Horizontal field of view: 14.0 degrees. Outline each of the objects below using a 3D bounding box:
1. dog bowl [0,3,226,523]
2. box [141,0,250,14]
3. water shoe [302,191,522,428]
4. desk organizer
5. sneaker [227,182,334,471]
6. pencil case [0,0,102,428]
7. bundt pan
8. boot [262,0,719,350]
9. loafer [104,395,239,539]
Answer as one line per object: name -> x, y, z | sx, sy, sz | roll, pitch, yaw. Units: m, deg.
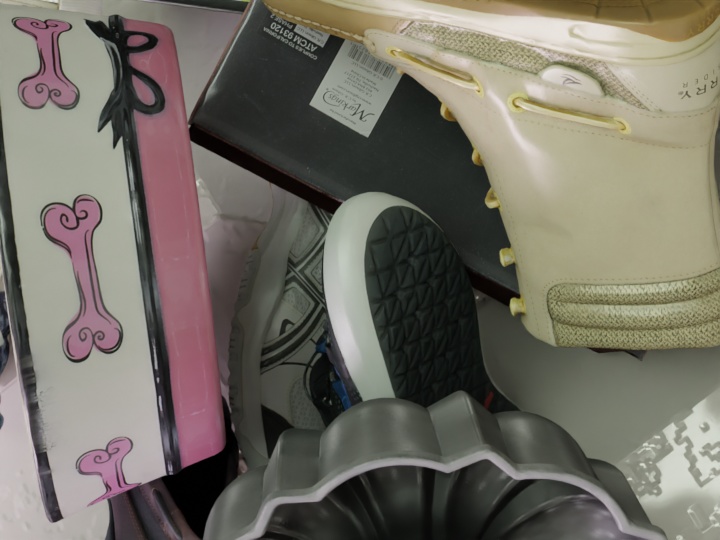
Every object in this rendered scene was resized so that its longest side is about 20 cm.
dog bowl -> -0.097, -0.008, 1.120 | 0.074, 0.200, 0.200 | -8, 75, -5
box -> -0.023, -0.138, 1.238 | 0.200, 0.117, 0.060 | 10, 99, 24
water shoe -> 0.007, 0.044, 1.148 | 0.079, 0.200, 0.072 | 9, 55, 29
desk organizer -> 0.033, -0.040, 1.166 | 0.200, 0.077, 0.072 | 28, 84, -5
sneaker -> 0.000, 0.000, 1.226 | 0.088, 0.076, 0.200 | 8, 89, 14
pencil case -> -0.168, -0.031, 1.301 | 0.089, 0.078, 0.200 | 13, 84, 50
bundt pan -> 0.023, 0.128, 1.094 | 0.202, 0.202, 0.076 | -33, 29, 14
boot -> 0.050, -0.053, 1.085 | 0.200, 0.156, 0.073 | 13, 41, 32
loafer -> -0.074, 0.078, 1.204 | 0.063, 0.072, 0.200 | -59, 25, 30
